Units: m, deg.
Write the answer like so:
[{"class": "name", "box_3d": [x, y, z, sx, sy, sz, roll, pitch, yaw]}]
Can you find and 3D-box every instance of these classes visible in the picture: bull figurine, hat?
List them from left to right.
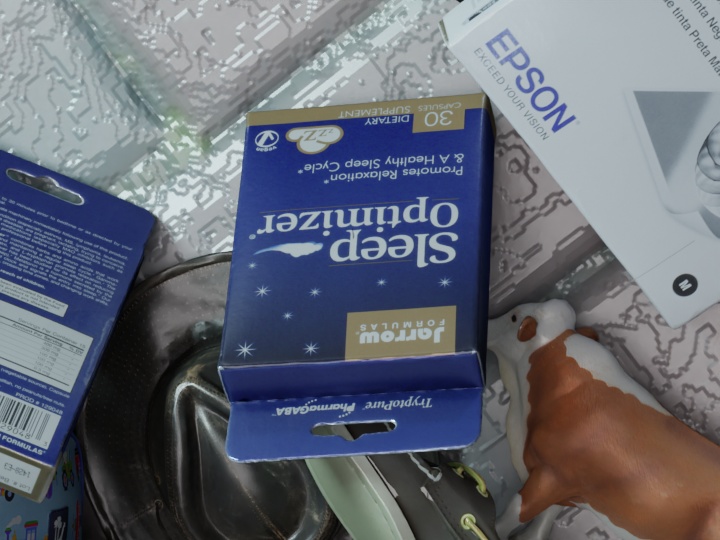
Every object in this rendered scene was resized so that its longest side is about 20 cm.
[{"class": "hat", "box_3d": [-0.060, 0.093, 1.391, 0.200, 0.081, 0.201, 1, 97, 10]}, {"class": "bull figurine", "box_3d": [0.125, 0.104, 1.372, 0.200, 0.065, 0.122, 34, 107, 10]}]

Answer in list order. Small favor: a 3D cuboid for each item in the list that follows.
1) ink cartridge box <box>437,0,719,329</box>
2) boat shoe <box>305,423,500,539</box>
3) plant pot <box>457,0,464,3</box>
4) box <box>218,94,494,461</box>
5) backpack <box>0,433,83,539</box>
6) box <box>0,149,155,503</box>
[{"class": "ink cartridge box", "box_3d": [0.173, -0.099, 1.314, 0.200, 0.041, 0.200, -36, 115, 11]}, {"class": "boat shoe", "box_3d": [0.041, 0.129, 1.337, 0.061, 0.072, 0.201, -36, 97, -18]}, {"class": "plant pot", "box_3d": [0.025, -0.247, 1.293, 0.199, 0.177, 0.200, 34, 101, 5]}, {"class": "box", "box_3d": [0.000, 0.000, 1.321, 0.121, 0.200, 0.032, -4, 139, 9]}, {"class": "backpack", "box_3d": [-0.190, 0.148, 1.369, 0.134, 0.183, 0.200, 15, 94, 16]}, {"class": "box", "box_3d": [-0.179, 0.018, 1.353, 0.121, 0.200, 0.032, 22, 129, -3]}]
